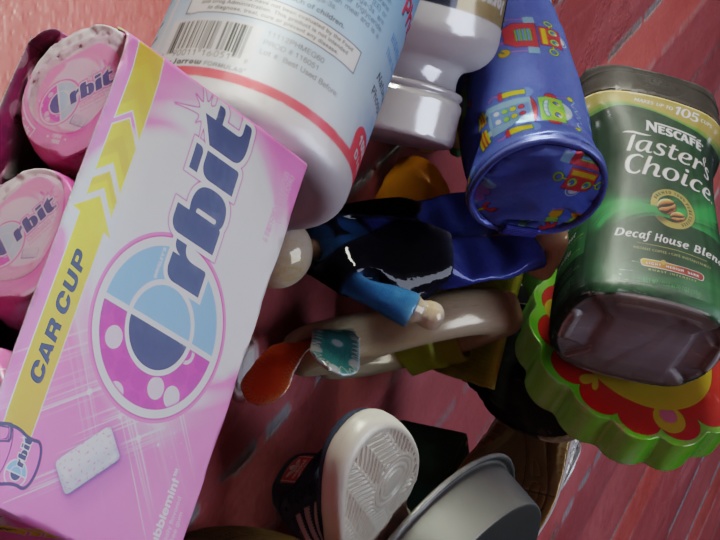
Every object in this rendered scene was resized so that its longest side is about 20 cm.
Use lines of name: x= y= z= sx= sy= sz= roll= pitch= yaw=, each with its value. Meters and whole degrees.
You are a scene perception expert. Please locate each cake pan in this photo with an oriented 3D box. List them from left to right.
cake pan: x=0.043 y=0.203 z=1.115 sx=0.200 sy=0.037 sz=0.200 roll=-43 pitch=154 yaw=-26

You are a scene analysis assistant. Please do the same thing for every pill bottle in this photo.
pill bottle: x=-0.029 y=-0.128 z=0.857 sx=0.109 sy=0.108 sz=0.200 roll=66 pitch=39 yaw=-58
pill bottle: x=0.030 y=-0.171 z=0.993 sx=0.111 sy=0.111 sz=0.201 roll=12 pitch=89 yaw=-71

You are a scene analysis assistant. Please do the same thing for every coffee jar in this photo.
coffee jar: x=0.170 y=-0.034 z=1.110 sx=0.085 sy=0.104 sz=0.200 roll=112 pitch=-12 yaw=-49

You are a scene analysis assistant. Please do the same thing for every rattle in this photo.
rattle: x=0.000 y=0.000 z=1.073 sx=0.200 sy=0.130 sz=0.143 roll=-2 pitch=91 yaw=-44

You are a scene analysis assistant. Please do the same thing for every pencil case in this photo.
pencil case: x=0.088 y=-0.101 z=1.056 sx=0.200 sy=0.078 sz=0.087 roll=-97 pitch=-162 yaw=-49

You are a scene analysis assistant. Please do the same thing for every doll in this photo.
doll: x=0.016 y=-0.017 z=1.026 sx=0.200 sy=0.136 sz=0.049 roll=-9 pitch=132 yaw=-37

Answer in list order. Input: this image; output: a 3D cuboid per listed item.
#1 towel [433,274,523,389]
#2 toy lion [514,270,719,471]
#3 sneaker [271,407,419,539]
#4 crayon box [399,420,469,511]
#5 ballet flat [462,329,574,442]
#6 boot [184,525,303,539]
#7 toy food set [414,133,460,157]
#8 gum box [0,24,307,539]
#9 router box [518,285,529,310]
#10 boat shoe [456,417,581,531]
towel: x=0.087 y=-0.028 z=1.167 sx=0.086 sy=0.018 sz=0.201 roll=14 pitch=-91 yaw=67
toy lion: x=0.169 y=0.029 z=1.150 sx=0.191 sy=0.200 sz=0.069 roll=-20 pitch=149 yaw=-35
sneaker: x=-0.016 y=0.126 z=1.052 sx=0.075 sy=0.084 sz=0.200 roll=-46 pitch=156 yaw=-22
crayon box: x=0.030 y=0.238 z=1.288 sx=0.173 sy=0.058 sz=0.200 roll=-61 pitch=153 yaw=-42
ballet flat: x=0.096 y=0.058 z=1.204 sx=0.057 sy=0.200 sz=0.067 roll=30 pitch=95 yaw=-36
boot: x=-0.083 y=0.224 z=0.942 sx=0.200 sy=0.073 sz=0.156 roll=-20 pitch=118 yaw=-66
toy food set: x=0.076 y=-0.174 z=1.220 sx=0.198 sy=0.049 sz=0.201 roll=-12 pitch=110 yaw=-70
gum box: x=-0.103 y=0.011 z=0.727 sx=0.113 sy=0.066 sz=0.201 roll=36 pitch=65 yaw=-45
router box: x=0.143 y=0.022 z=1.356 sx=0.200 sy=0.149 sz=0.062 roll=45 pitch=57 yaw=-67
boat shoe: x=0.117 y=0.128 z=1.250 sx=0.200 sy=0.071 sz=0.069 roll=-62 pitch=161 yaw=-4
